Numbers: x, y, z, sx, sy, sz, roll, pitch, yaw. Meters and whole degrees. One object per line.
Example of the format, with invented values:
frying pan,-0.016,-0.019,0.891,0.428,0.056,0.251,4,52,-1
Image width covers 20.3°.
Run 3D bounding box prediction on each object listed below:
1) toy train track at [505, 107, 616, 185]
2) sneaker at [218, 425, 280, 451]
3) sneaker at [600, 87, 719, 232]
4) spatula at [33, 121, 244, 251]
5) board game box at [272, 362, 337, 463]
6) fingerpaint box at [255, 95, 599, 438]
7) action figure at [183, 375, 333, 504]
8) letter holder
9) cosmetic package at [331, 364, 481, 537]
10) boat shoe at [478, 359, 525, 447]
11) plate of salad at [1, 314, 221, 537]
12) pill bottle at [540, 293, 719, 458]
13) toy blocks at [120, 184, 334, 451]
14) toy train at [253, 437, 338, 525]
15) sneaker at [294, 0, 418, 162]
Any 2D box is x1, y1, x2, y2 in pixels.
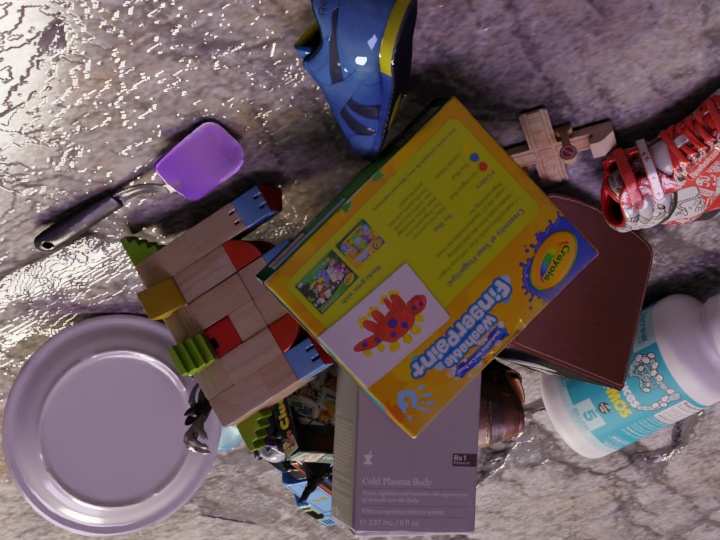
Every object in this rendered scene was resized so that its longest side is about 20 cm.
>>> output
toy train track,0.111,-0.076,1.630,0.199,0.033,0.115,-15,151,9
sneaker,-0.103,0.120,1.843,0.078,0.090,0.200,3,148,-25
sneaker,0.262,-0.093,1.610,0.107,0.067,0.202,-9,155,-21
spatula,-0.178,-0.058,1.572,0.199,0.021,0.056,-24,136,27
board game box,0.000,0.116,1.718,0.023,0.105,0.200,-34,151,34
fingerpaint box,0.049,-0.004,1.520,0.200,0.167,0.073,-45,-171,-4
action figure,-0.095,0.107,1.720,0.200,0.102,0.119,43,139,-6
letter holder,0.156,0.009,1.743,0.100,0.143,0.200,11,174,38
cosmetic package,0.037,0.106,1.601,0.106,0.201,0.090,1,-176,-13
boat shoe,0.110,0.114,1.752,0.067,0.072,0.200,-2,-170,2
plate of salad,-0.220,0.136,1.776,0.199,0.201,0.048,1,-172,-21
pill bottle,0.278,0.093,1.909,0.200,0.111,0.111,-31,146,30
toy blocks,-0.084,0.026,1.614,0.136,0.201,0.100,-32,171,15
toy train,-0.028,0.191,2.007,0.114,0.087,0.200,-15,152,20
sneaker,-0.006,-0.147,1.449,0.078,0.066,0.200,16,157,6
